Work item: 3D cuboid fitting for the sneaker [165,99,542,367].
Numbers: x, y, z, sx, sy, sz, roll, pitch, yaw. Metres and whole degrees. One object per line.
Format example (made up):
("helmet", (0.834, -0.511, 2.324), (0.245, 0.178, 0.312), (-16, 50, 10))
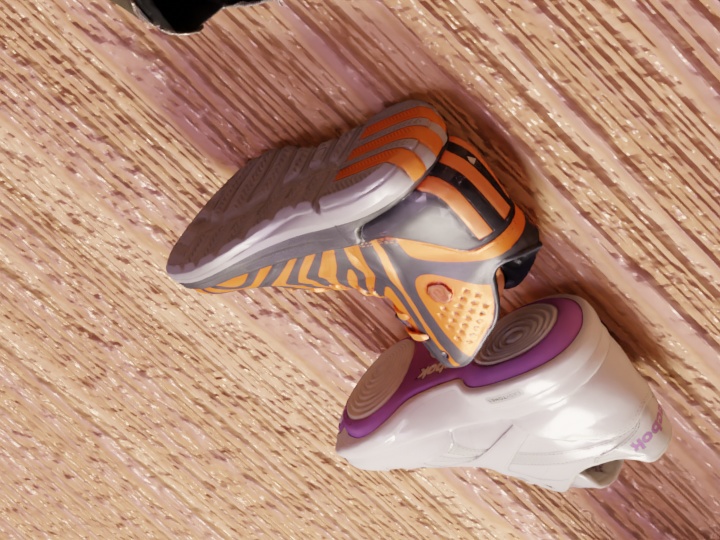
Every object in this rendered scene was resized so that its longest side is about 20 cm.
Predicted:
("sneaker", (0.000, 0.000, 1.231), (0.112, 0.078, 0.200), (44, 150, -21))

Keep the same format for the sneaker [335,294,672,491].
("sneaker", (0.061, 0.074, 1.293), (0.100, 0.075, 0.200), (44, 150, -20))

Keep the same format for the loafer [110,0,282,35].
("loafer", (-0.083, -0.135, 1.102), (0.200, 0.070, 0.075), (-2, 138, 46))
